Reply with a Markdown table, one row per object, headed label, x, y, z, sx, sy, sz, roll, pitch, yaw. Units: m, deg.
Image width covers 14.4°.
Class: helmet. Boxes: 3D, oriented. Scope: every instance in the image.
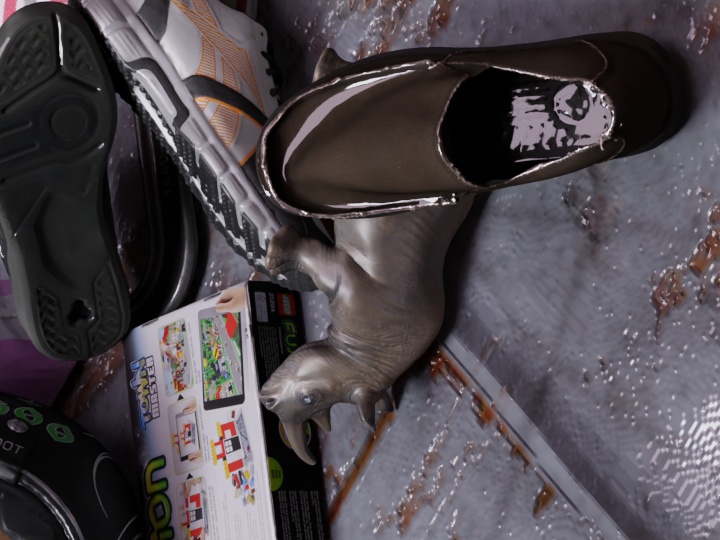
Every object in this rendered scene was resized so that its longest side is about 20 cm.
| label | x | y | z | sx | sy | sz | roll | pitch | yaw |
| --- | --- | --- | --- | --- | --- | --- | --- | --- | --- |
| helmet | -0.204 | 0.161 | 1.480 | 0.191 | 0.200 | 0.200 | -135 | 51 | -88 |

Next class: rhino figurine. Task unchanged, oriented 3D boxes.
| label | x | y | z | sx | sy | sz | roll | pitch | yaw |
| --- | --- | --- | --- | --- | --- | --- | --- | --- | --- |
| rhino figurine | 0.000 | 0.000 | 1.343 | 0.087 | 0.060 | 0.200 | 16 | 103 | 4 |

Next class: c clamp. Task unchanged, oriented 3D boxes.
| label | x | y | z | sx | sy | sz | roll | pitch | yaw |
| --- | --- | --- | --- | --- | --- | --- | --- | --- | --- |
| c clamp | -0.148 | -0.047 | 1.564 | 0.171 | 0.027 | 0.200 | -30 | 63 | 38 |

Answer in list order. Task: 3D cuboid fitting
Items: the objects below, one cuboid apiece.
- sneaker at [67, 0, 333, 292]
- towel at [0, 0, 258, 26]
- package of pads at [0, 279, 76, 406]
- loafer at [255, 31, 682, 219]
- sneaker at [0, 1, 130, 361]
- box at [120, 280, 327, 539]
| label | x | y | z | sx | sy | sz | roll | pitch | yaw |
| --- | --- | --- | --- | --- | --- | --- | --- | --- | --- |
| sneaker | -0.063 | -0.080 | 1.419 | 0.200 | 0.080 | 0.074 | 55 | 165 | 11 |
| towel | -0.137 | -0.192 | 1.514 | 0.200 | 0.023 | 0.144 | 6 | 90 | 27 |
| package of pads | -0.252 | 0.093 | 1.593 | 0.076 | 0.120 | 0.200 | 55 | 126 | 33 |
| loafer | 0.038 | -0.066 | 1.250 | 0.200 | 0.071 | 0.073 | -13 | 94 | 23 |
| sneaker | -0.167 | -0.062 | 1.470 | 0.114 | 0.076 | 0.199 | -123 | 21 | -51 |
| box | -0.067 | 0.115 | 1.441 | 0.110 | 0.035 | 0.200 | -22 | 70 | 47 |
